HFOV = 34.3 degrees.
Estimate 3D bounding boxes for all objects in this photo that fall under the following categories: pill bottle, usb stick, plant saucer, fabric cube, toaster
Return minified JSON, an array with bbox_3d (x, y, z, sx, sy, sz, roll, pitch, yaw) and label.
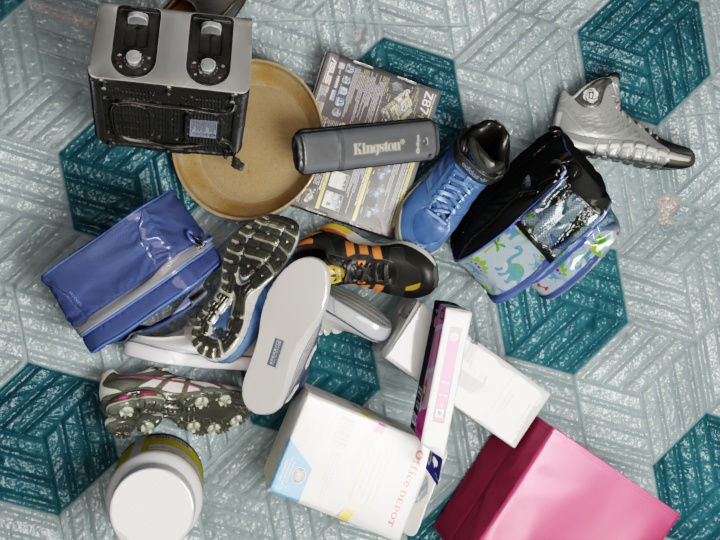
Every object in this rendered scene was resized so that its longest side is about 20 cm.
[{"bbox_3d":[-0.244,0.264,1.390,0.113,0.200,0.115,0,91,-7],"label":"pill bottle"},{"bbox_3d":[0.008,-0.153,1.424,0.199,0.033,0.056,-9,97,-27],"label":"usb stick"},{"bbox_3d":[-0.137,-0.161,1.455,0.198,0.035,0.202,-1,85,13],"label":"plant saucer"},{"bbox_3d":[0.236,0.312,1.456,0.195,0.200,0.200,33,89,-8],"label":"fabric cube"},{"bbox_3d":[-0.215,-0.214,1.349,0.179,0.200,0.120,5,69,-7],"label":"toaster"}]

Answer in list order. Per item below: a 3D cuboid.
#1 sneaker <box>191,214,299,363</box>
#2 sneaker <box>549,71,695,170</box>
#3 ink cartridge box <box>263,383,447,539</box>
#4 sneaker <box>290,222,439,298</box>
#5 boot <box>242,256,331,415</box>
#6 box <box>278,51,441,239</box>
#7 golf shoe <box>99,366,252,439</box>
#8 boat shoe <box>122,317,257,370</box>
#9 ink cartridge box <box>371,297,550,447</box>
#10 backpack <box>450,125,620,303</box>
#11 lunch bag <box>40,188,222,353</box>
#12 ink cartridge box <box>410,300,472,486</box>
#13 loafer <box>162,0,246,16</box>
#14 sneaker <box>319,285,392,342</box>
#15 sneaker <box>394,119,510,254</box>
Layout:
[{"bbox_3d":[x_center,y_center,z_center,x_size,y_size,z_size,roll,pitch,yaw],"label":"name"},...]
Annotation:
[{"bbox_3d":[-0.134,0.024,1.417,0.078,0.089,0.201,27,79,17],"label":"sneaker"},{"bbox_3d":[0.349,-0.199,1.523,0.198,0.075,0.117,9,88,-7],"label":"sneaker"},{"bbox_3d":[-0.005,0.240,1.458,0.199,0.125,0.129,24,88,-8],"label":"ink cartridge box"},{"bbox_3d":[0.000,0.000,1.423,0.090,0.199,0.071,-28,126,-44],"label":"sneaker"},{"bbox_3d":[-0.081,0.074,1.406,0.072,0.090,0.201,27,101,13],"label":"boot"},{"bbox_3d":[-0.002,-0.159,1.490,0.160,0.049,0.202,17,89,-6],"label":"box"},{"bbox_3d":[-0.226,0.154,1.451,0.199,0.088,0.078,5,126,-30],"label":"golf shoe"},{"bbox_3d":[-0.196,0.089,1.464,0.198,0.074,0.066,6,87,-18],"label":"boat shoe"},{"bbox_3d":[0.120,0.123,1.462,0.199,0.144,0.084,36,87,-6],"label":"ink cartridge box"},{"bbox_3d":[0.218,-0.051,1.449,0.200,0.183,0.147,-41,102,16],"label":"backpack"},{"bbox_3d":[-0.261,0.004,1.397,0.199,0.136,0.133,-31,97,19],"label":"lunch bag"},{"bbox_3d":[0.088,0.138,1.339,0.037,0.095,0.202,8,92,-5],"label":"ink cartridge box"},{"bbox_3d":[-0.203,-0.320,1.447,0.073,0.072,0.200,42,86,-7],"label":"loafer"},{"bbox_3d":[-0.052,0.052,1.460,0.199,0.073,0.071,26,105,23],"label":"sneaker"},{"bbox_3d":[0.118,-0.107,1.442,0.077,0.111,0.200,40,63,-4],"label":"sneaker"}]
